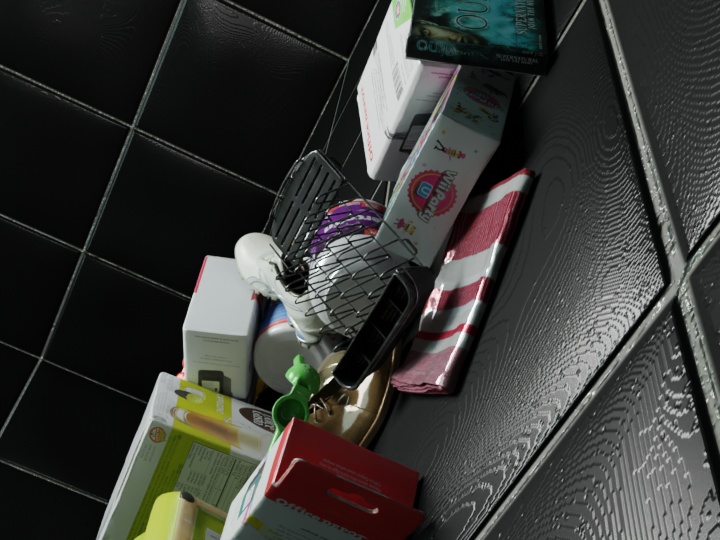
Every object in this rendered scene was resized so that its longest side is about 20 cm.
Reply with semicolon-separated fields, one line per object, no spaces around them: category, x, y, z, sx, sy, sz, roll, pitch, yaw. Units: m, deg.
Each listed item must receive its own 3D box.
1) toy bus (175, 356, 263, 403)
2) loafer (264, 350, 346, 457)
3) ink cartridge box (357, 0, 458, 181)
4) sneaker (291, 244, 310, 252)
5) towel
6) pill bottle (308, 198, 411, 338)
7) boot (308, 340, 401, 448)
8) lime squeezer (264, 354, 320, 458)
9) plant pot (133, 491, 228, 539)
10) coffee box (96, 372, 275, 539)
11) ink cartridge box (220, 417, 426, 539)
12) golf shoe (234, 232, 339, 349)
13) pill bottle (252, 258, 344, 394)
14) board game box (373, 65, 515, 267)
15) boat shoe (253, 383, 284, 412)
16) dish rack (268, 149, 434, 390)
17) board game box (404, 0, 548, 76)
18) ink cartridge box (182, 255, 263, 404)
toy bus;-0.200;0.154;1.644;0.201;0.135;0.192;-67;-24;-20
loafer;-0.049;0.174;1.171;0.067;0.076;0.201;132;161;-79
ink cartridge box;0.066;-0.217;1.282;0.200;0.083;0.146;116;152;-53
sneaker;-0.001;-0.024;1.456;0.200;0.108;0.070;-4;-60;-66
towel;0.087;0.013;0.979;0.201;0.023;0.144;-68;10;-11
pill bottle;0.000;0.000;1.216;0.113;0.112;0.200;-63;10;17
boot;-0.021;0.144;1.100;0.201;0.075;0.074;-65;7;-2
lime squeezer;-0.073;0.133;1.093;0.071;0.038;0.200;-35;24;33
plant pot;-0.150;0.330;1.014;0.182;0.199;0.199;-58;10;11
coffee box;-0.183;0.265;1.309;0.200;0.197;0.201;-120;53;-78
ink cartridge box;-0.031;0.194;0.903;0.200;0.116;0.067;-55;14;46
golf shoe;-0.089;-0.002;1.349;0.078;0.200;0.098;-32;-39;-21
pill bottle;-0.072;0.062;1.460;0.113;0.112;0.200;-60;10;30
board game box;0.086;-0.113;1.103;0.148;0.064;0.200;-62;3;28
boat shoe;-0.108;0.188;1.509;0.200;0.073;0.065;-83;8;-70
dish rack;-0.023;-0.007;1.054;0.054;0.200;0.154;-20;-28;-42
board game box;0.118;-0.256;1.127;0.200;0.134;0.028;-80;-3;-55
ink cartridge box;-0.175;0.106;1.446;0.146;0.083;0.201;-83;-1;-51
